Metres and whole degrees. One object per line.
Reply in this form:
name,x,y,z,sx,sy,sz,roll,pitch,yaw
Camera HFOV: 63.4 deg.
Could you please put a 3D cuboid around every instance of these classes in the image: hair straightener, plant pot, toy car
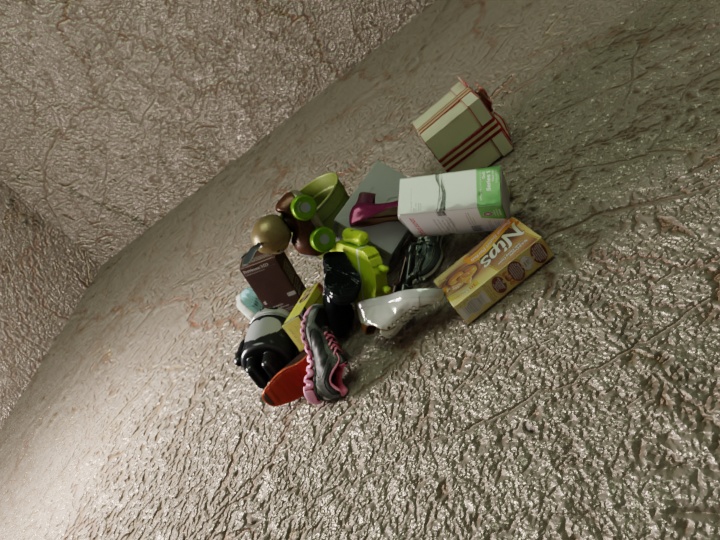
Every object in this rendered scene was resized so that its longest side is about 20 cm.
hair straightener,0.111,0.019,1.204,0.077,0.041,0.201,-6,57,47
plant pot,-0.079,-0.116,1.525,0.200,0.193,0.201,-32,29,20
toy car,-0.179,-0.068,1.300,0.199,0.158,0.164,-34,14,-10

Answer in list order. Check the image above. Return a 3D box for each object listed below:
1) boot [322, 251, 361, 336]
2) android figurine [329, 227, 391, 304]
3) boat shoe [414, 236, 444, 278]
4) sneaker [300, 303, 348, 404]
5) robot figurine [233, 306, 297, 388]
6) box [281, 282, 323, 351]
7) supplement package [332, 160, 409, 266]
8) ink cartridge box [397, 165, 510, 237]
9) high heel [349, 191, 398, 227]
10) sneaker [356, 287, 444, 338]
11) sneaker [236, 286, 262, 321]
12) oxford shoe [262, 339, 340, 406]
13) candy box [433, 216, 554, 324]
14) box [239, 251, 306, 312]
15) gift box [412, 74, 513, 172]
boot,-0.041,0.072,1.241,0.076,0.169,0.200,-6,27,-9
android figurine,0.000,0.000,1.282,0.041,0.183,0.200,-20,22,-31
boat shoe,0.145,-0.064,1.297,0.073,0.062,0.201,-20,35,36
sneaker,-0.064,0.165,1.168,0.095,0.079,0.202,-10,81,34
robot figurine,-0.209,0.173,1.351,0.201,0.149,0.125,-87,11,-54
box,-0.115,0.102,1.336,0.050,0.075,0.200,-30,12,19
supplement package,0.048,-0.127,1.381,0.201,0.155,0.111,-56,-7,-24
ink cartridge box,0.187,-0.131,1.152,0.199,0.146,0.085,-3,75,20
high heel,0.076,-0.115,1.278,0.198,0.068,0.097,7,54,14
sneaker,0.081,0.083,1.122,0.199,0.073,0.085,-18,76,41
sneaker,-0.303,0.087,1.660,0.082,0.074,0.200,-46,28,-1
oxford shoe,-0.126,0.218,1.262,0.200,0.071,0.073,-37,10,-4
candy box,0.244,-0.003,1.088,0.200,0.055,0.116,-39,27,5
box,-0.205,0.036,1.448,0.100,0.201,0.075,-19,33,13
gift box,0.251,-0.355,1.446,0.186,0.185,0.201,-36,34,15
